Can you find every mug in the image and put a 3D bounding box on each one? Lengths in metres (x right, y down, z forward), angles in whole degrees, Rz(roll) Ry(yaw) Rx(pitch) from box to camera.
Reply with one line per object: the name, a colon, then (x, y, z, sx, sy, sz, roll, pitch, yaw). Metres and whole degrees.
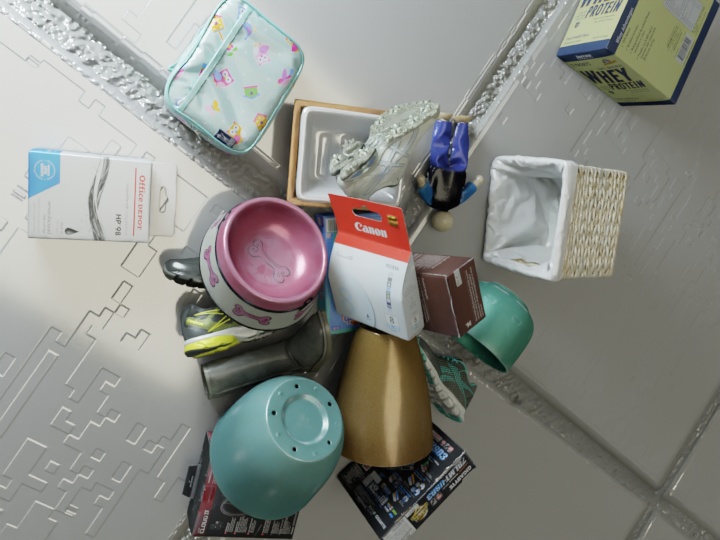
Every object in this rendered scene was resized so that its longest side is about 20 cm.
mug: (0.237, 0.095, 1.152, 0.151, 0.185, 0.115, 39, 82, -1)

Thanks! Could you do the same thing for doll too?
doll: (0.158, -0.169, 1.103, 0.134, 0.048, 0.205, 2, 100, -23)

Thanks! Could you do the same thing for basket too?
basket: (0.344, -0.098, 1.120, 0.158, 0.197, 0.205, -1, 102, -27)

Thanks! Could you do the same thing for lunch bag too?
lunch bag: (-0.189, -0.281, 0.914, 0.159, 0.077, 0.202, 34, 87, -26)

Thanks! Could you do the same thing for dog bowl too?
dog bowl: (-0.135, -0.018, 0.930, 0.196, 0.074, 0.204, 13, 62, -26)

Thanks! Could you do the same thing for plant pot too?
plant pot: (0.040, 0.190, 1.049, 0.182, 0.186, 0.205, -2, 105, -22)
plant pot: (-0.114, 0.258, 0.962, 0.197, 0.161, 0.204, 17, 51, -22)

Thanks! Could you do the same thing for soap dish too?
soap dish: (-0.024, -0.181, 1.005, 0.196, 0.081, 0.161, 1, 101, -23)

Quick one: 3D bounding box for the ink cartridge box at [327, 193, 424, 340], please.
ink cartridge box: (0.011, -0.006, 0.944, 0.047, 0.158, 0.203, -35, 126, -33)

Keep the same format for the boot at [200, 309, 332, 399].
boot: (-0.152, 0.135, 0.990, 0.196, 0.074, 0.183, -4, 144, -20)

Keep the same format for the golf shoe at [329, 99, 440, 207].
golf shoe: (0.047, -0.181, 0.963, 0.199, 0.078, 0.098, -37, 130, -7)

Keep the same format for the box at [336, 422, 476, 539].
box: (0.074, 0.354, 1.097, 0.198, 0.199, 0.050, -41, 115, -11)

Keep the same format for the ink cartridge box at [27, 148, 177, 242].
ink cartridge box: (-0.359, -0.104, 0.885, 0.196, 0.067, 0.119, 1, 100, -23)

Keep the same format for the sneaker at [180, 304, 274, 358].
sneaker: (-0.191, 0.071, 0.991, 0.197, 0.074, 0.086, -15, 80, -33)

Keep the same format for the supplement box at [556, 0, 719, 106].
supplement box: (0.508, -0.441, 1.147, 0.197, 0.134, 0.203, 24, 92, -25)

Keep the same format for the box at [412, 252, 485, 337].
box: (0.093, 0.030, 0.982, 0.074, 0.198, 0.102, -29, 113, -33)

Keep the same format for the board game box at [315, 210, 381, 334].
board game box: (0.000, 0.000, 1.073, 0.149, 0.045, 0.205, -6, 103, -23)

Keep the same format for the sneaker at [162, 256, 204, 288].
sneaker: (-0.209, -0.010, 0.979, 0.196, 0.075, 0.081, 4, 82, -27)

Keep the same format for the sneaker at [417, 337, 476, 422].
sneaker: (0.154, 0.189, 1.177, 0.091, 0.077, 0.202, -47, 119, -25)

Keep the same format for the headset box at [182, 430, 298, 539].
headset box: (-0.196, 0.361, 1.050, 0.196, 0.075, 0.152, 12, 96, -25)
